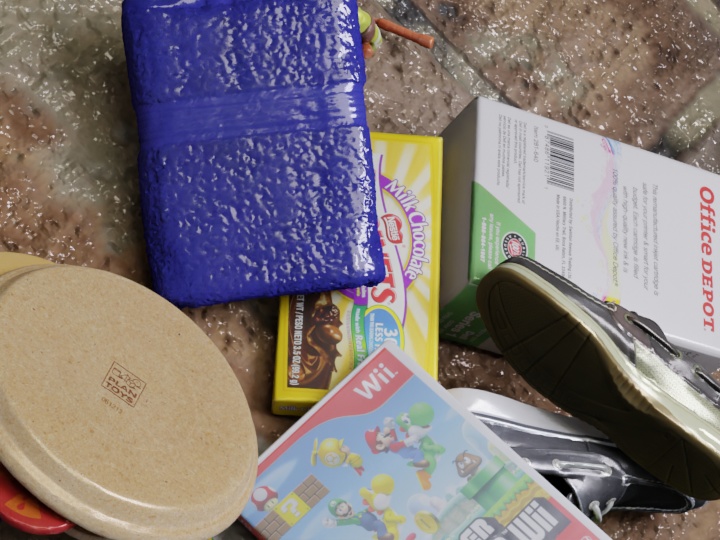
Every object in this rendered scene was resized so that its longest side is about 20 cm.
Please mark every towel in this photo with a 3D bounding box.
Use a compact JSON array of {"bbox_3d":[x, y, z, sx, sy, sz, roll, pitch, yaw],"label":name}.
[{"bbox_3d":[-0.066,-0.078,1.186,0.147,0.050,0.200,-6,81,-2],"label":"towel"}]

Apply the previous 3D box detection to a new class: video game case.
[{"bbox_3d":[0.038,0.151,1.111,0.200,0.017,0.143,41,70,19],"label":"video game case"}]

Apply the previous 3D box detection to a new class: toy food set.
[{"bbox_3d":[-0.146,0.077,1.077,0.200,0.049,0.198,27,36,-23],"label":"toy food set"}]

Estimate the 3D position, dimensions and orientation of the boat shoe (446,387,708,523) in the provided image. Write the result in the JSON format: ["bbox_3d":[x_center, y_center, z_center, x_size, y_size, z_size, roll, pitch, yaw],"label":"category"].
[{"bbox_3d":[0.133,0.131,1.206,0.200,0.072,0.068,17,53,-17],"label":"boat shoe"}]

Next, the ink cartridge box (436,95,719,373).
[{"bbox_3d":[0.145,-0.012,1.282,0.200,0.084,0.145,16,58,-20],"label":"ink cartridge box"}]

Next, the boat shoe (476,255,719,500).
[{"bbox_3d":[0.160,0.058,1.184,0.201,0.072,0.066,40,49,-1],"label":"boat shoe"}]

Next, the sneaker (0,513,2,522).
[{"bbox_3d":[-0.226,0.203,0.985,0.078,0.075,0.200,31,61,-23],"label":"sneaker"}]

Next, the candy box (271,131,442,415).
[{"bbox_3d":[0.000,0.000,1.216,0.102,0.026,0.200,5,61,-5],"label":"candy box"}]

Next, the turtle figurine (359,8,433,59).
[{"bbox_3d":[-0.048,-0.176,1.278,0.200,0.064,0.161,35,53,-8],"label":"turtle figurine"}]
